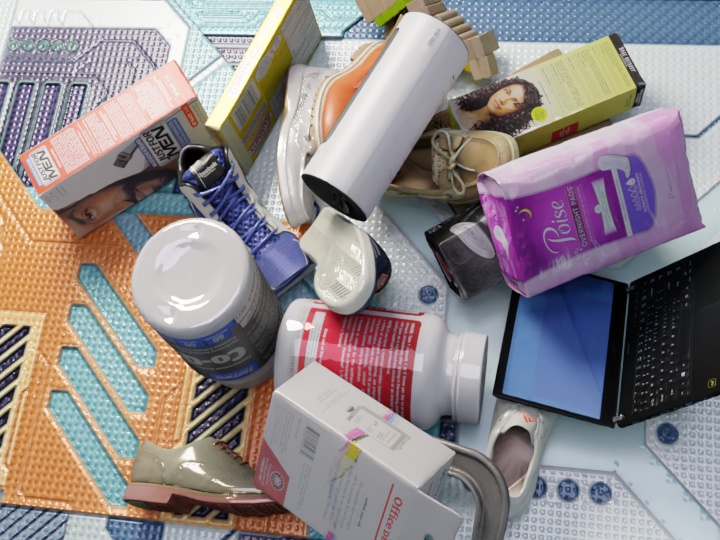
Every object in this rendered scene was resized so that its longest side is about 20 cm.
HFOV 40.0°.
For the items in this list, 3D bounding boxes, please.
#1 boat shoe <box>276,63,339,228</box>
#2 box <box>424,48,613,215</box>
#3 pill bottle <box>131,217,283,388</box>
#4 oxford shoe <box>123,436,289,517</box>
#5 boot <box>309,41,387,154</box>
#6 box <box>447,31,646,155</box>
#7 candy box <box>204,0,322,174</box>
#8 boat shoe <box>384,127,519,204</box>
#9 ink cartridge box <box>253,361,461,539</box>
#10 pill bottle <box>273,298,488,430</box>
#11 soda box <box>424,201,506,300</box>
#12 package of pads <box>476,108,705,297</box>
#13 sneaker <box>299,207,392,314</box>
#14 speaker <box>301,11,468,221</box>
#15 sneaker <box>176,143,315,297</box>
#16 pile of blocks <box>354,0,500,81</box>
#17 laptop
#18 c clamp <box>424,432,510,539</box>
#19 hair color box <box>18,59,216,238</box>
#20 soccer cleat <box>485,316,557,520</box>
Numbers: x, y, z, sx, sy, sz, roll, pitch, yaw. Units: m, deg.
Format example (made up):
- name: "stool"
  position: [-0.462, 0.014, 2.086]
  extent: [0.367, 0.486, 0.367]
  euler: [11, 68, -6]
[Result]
- name: "boat shoe"
  position: [-0.051, -0.143, 1.090]
  extent: [0.068, 0.071, 0.204]
  euler: [-1, 67, 8]
- name: "box"
  position: [0.173, -0.133, 1.076]
  extent: [0.198, 0.021, 0.165]
  euler: [-28, 68, -3]
- name: "pill bottle"
  position: [-0.137, 0.041, 0.960]
  extent: [0.112, 0.201, 0.116]
  euler: [-3, 67, 8]
- name: "oxford shoe"
  position: [-0.136, 0.199, 0.969]
  extent: [0.196, 0.071, 0.075]
  euler: [2, 66, 9]
- name: "boot"
  position: [0.021, -0.184, 1.050]
  extent: [0.106, 0.076, 0.201]
  euler: [4, 44, 32]
- name: "box"
  position: [0.196, -0.177, 1.051]
  extent: [0.197, 0.050, 0.076]
  euler: [-23, 68, -1]
- name: "candy box"
  position: [-0.105, -0.217, 1.111]
  extent: [0.026, 0.102, 0.202]
  euler: [22, 73, 16]
- name: "boat shoe"
  position: [0.070, -0.105, 1.014]
  extent: [0.198, 0.062, 0.075]
  euler: [-5, 85, 41]
- name: "ink cartridge box"
  position: [0.007, 0.187, 0.875]
  extent: [0.198, 0.118, 0.067]
  euler: [31, 35, 22]
- name: "pill bottle"
  position: [0.022, 0.093, 0.962]
  extent: [0.196, 0.113, 0.114]
  euler: [6, 69, 12]
- name: "soda box"
  position: [0.169, -0.052, 1.002]
  extent: [0.198, 0.063, 0.072]
  euler: [-29, 107, -4]
- name: "package of pads"
  position: [0.219, -0.067, 0.936]
  extent: [0.197, 0.076, 0.122]
  euler: [-20, 103, -6]
- name: "sneaker"
  position: [0.000, 0.000, 0.974]
  extent: [0.084, 0.200, 0.075]
  euler: [36, 102, -22]
- name: "speaker"
  position: [0.025, -0.150, 0.973]
  extent: [0.080, 0.081, 0.202]
  euler: [29, 79, 18]
- name: "sneaker"
  position: [-0.140, -0.064, 1.049]
  extent: [0.080, 0.115, 0.200]
  euler: [-39, 68, -7]
- name: "pile of blocks"
  position: [0.080, -0.279, 1.139]
  extent: [0.199, 0.083, 0.062]
  euler: [41, 36, 12]
- name: "laptop"
  position: [0.240, 0.042, 0.921]
  extent: [0.103, 0.199, 0.179]
  euler: [37, 48, -22]
- name: "c clamp"
  position: [0.061, 0.233, 0.913]
  extent: [0.198, 0.027, 0.174]
  euler: [21, 111, 27]
- name: "hair color box"
  position: [-0.260, -0.132, 1.098]
  extent: [0.198, 0.111, 0.064]
  euler: [-32, 67, -4]
- name: "soccer cleat"
  position: [0.156, 0.136, 0.942]
  extent: [0.068, 0.078, 0.203]
  euler: [10, 70, 13]
